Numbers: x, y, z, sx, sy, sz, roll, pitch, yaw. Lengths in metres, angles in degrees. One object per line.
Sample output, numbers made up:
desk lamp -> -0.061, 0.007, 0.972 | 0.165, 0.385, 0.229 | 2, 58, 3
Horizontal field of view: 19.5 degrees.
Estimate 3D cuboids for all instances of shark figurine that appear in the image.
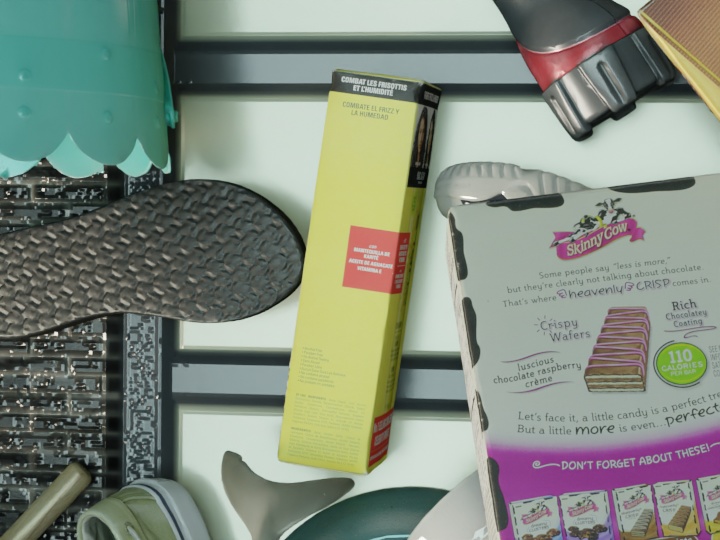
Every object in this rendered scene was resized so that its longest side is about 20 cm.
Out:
shark figurine -> -0.040, 0.206, 1.032 | 0.089, 0.128, 0.215 | -12, 107, 45

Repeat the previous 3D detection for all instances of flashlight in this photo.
flashlight -> 0.082, -0.164, 1.057 | 0.068, 0.068, 0.200 | -31, 87, 10

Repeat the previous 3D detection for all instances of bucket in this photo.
bucket -> -0.193, -0.118, 1.042 | 0.207, 0.207, 0.135 | 2, 90, 9

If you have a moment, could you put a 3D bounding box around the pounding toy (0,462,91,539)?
pounding toy -> -0.241, 0.217, 1.103 | 0.184, 0.142, 0.201 | -9, 88, 24

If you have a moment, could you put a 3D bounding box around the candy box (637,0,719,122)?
candy box -> 0.231, -0.074, 0.947 | 0.117, 0.056, 0.200 | -39, 84, 9

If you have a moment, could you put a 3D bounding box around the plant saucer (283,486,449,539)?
plant saucer -> 0.027, 0.215, 1.099 | 0.199, 0.027, 0.201 | 0, 92, 9

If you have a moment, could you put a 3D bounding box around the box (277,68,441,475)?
box -> 0.000, 0.000, 1.073 | 0.050, 0.075, 0.201 | 9, 92, 9

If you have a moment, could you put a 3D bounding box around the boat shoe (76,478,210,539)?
boat shoe -> -0.095, 0.208, 1.090 | 0.072, 0.062, 0.200 | -31, 79, 41

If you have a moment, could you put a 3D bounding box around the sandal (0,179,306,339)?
sandal -> -0.117, -0.007, 1.111 | 0.200, 0.048, 0.076 | -6, 92, 22

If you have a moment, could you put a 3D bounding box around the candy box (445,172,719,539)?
candy box -> 0.118, 0.064, 0.953 | 0.136, 0.061, 0.201 | -6, 71, -3

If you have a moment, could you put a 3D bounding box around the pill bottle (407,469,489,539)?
pill bottle -> 0.114, 0.188, 0.998 | 0.113, 0.113, 0.200 | -44, 67, 8

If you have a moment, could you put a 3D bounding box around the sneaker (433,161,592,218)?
sneaker -> 0.115, 0.032, 1.051 | 0.199, 0.079, 0.130 | 22, 87, -2
